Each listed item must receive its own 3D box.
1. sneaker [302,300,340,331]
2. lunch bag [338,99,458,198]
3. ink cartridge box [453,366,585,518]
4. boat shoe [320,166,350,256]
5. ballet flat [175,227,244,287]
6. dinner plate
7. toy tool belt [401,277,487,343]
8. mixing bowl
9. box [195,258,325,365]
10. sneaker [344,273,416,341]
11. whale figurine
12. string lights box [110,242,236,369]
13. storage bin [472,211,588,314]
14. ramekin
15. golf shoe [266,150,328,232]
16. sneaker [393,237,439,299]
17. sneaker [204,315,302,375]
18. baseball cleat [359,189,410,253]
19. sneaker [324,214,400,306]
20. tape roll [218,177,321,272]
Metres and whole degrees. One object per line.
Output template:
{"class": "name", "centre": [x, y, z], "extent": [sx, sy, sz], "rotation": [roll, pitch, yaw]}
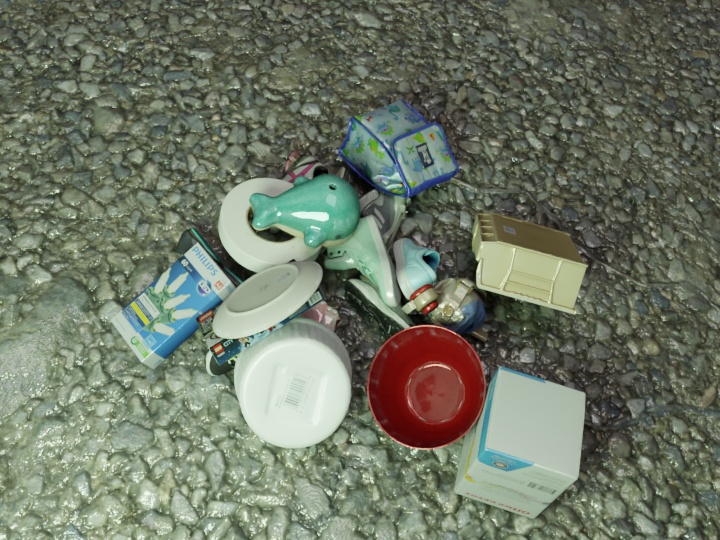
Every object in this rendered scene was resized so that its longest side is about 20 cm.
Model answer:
{"class": "sneaker", "centre": [-0.090, 0.062, 1.368], "extent": [0.102, 0.076, 0.204], "rotation": [-3, 66, -6]}
{"class": "lunch bag", "centre": [0.084, -0.240, 1.538], "extent": [0.169, 0.128, 0.200], "rotation": [-27, 65, -39]}
{"class": "ink cartridge box", "centre": [0.252, 0.281, 1.211], "extent": [0.144, 0.201, 0.148], "rotation": [17, 55, 2]}
{"class": "boat shoe", "centre": [-0.041, -0.113, 1.500], "extent": [0.062, 0.073, 0.203], "rotation": [22, 57, -19]}
{"class": "ballet flat", "centre": [-0.268, 0.009, 1.385], "extent": [0.200, 0.073, 0.073], "rotation": [44, 61, 11]}
{"class": "dinner plate", "centre": [-0.152, 0.037, 1.201], "extent": [0.197, 0.025, 0.201], "rotation": [-21, 26, 11]}
{"class": "toy tool belt", "centre": [0.168, 0.082, 1.347], "extent": [0.124, 0.124, 0.199], "rotation": [57, 23, 15]}
{"class": "mixing bowl", "centre": [0.118, 0.201, 1.275], "extent": [0.196, 0.108, 0.204], "rotation": [-4, 75, 15]}
{"class": "box", "centre": [-0.167, 0.063, 1.237], "extent": [0.198, 0.038, 0.136], "rotation": [-32, 25, -10]}
{"class": "sneaker", "centre": [0.060, 0.074, 1.387], "extent": [0.079, 0.074, 0.200], "rotation": [-33, 68, -31]}
{"class": "whale figurine", "centre": [-0.094, -0.114, 1.330], "extent": [0.196, 0.104, 0.161], "rotation": [2, 54, -19]}
{"class": "string lights box", "centre": [-0.319, 0.061, 1.306], "extent": [0.200, 0.059, 0.103], "rotation": [-43, 71, -7]}
{"class": "storage bin", "centre": [0.306, -0.022, 1.413], "extent": [0.195, 0.095, 0.200], "rotation": [15, 21, 1]}
{"class": "ramekin", "centre": [-0.106, 0.184, 1.212], "extent": [0.196, 0.098, 0.205], "rotation": [-1, 101, -8]}
{"class": "golf shoe", "centre": [-0.129, -0.153, 1.497], "extent": [0.091, 0.073, 0.202], "rotation": [20, 58, 5]}
{"class": "sneaker", "centre": [0.111, -0.013, 1.403], "extent": [0.081, 0.075, 0.201], "rotation": [-24, 25, 11]}
{"class": "sneaker", "centre": [-0.176, 0.128, 1.274], "extent": [0.199, 0.072, 0.083], "rotation": [-35, 54, 5]}
{"class": "baseball cleat", "centre": [0.028, -0.084, 1.494], "extent": [0.105, 0.070, 0.201], "rotation": [16, 51, 18]}
{"class": "sneaker", "centre": [0.000, 0.000, 1.365], "extent": [0.116, 0.074, 0.202], "rotation": [-22, 51, 4]}
{"class": "tape roll", "centre": [-0.159, -0.081, 1.373], "extent": [0.199, 0.037, 0.206], "rotation": [10, 52, -13]}
